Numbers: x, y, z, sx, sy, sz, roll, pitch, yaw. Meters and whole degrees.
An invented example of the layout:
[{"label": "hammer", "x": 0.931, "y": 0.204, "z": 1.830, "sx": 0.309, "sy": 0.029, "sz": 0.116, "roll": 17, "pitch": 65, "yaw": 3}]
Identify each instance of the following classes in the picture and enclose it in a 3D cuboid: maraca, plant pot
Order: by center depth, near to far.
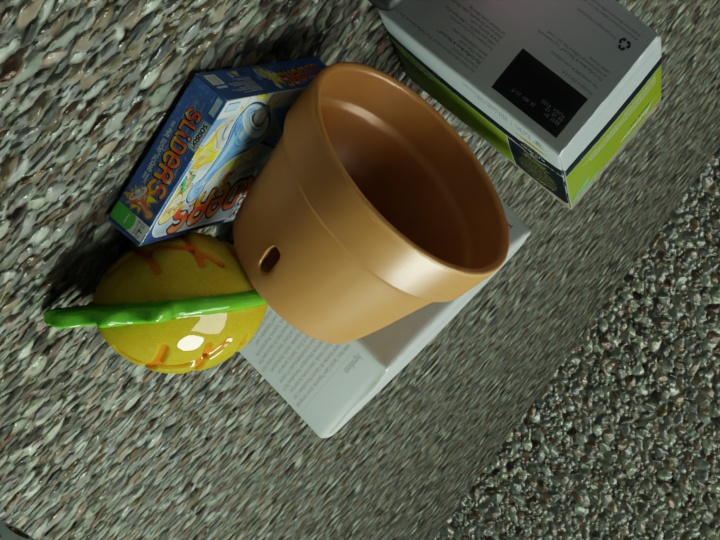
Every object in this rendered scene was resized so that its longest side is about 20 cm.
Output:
[{"label": "maraca", "x": -0.150, "y": 0.027, "z": 1.533, "sx": 0.136, "sy": 0.108, "sz": 0.200, "roll": -6, "pitch": -178, "yaw": 33}, {"label": "plant pot", "x": -0.003, "y": -0.039, "z": 1.543, "sx": 0.140, "sy": 0.201, "sz": 0.200, "roll": -41, "pitch": 172, "yaw": 30}]

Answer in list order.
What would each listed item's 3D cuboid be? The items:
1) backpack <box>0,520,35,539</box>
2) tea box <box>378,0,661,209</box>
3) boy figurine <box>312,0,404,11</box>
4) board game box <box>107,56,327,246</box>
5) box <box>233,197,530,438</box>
[{"label": "backpack", "x": -0.305, "y": 0.282, "z": 1.554, "sx": 0.155, "sy": 0.190, "sz": 0.200, "roll": -58, "pitch": 169, "yaw": 11}, {"label": "tea box", "x": 0.140, "y": -0.180, "z": 1.715, "sx": 0.134, "sy": 0.200, "sz": 0.197, "roll": -49, "pitch": 167, "yaw": -4}, {"label": "boy figurine", "x": 0.001, "y": -0.240, "z": 1.415, "sx": 0.124, "sy": 0.065, "sz": 0.200, "roll": -43, "pitch": 169, "yaw": 9}, {"label": "board game box", "x": -0.099, "y": -0.094, "z": 1.537, "sx": 0.136, "sy": 0.034, "sz": 0.200, "roll": -56, "pitch": 165, "yaw": 22}, {"label": "box", "x": 0.000, "y": 0.000, "z": 1.743, "sx": 0.199, "sy": 0.171, "sz": 0.200, "roll": -42, "pitch": 176, "yaw": -27}]
